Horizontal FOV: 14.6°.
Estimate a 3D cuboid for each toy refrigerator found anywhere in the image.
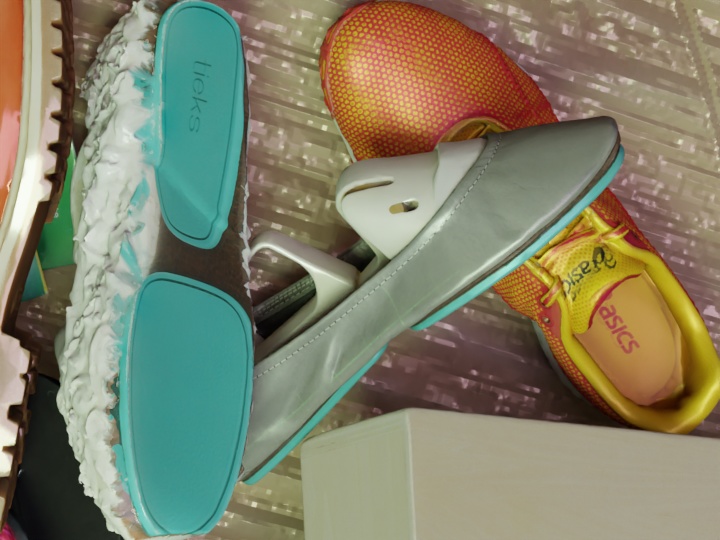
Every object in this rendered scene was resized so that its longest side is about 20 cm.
[{"bbox_3d":[0.076,0.099,0.997,0.199,0.070,0.076,7,73,-36],"label":"toy refrigerator"}]

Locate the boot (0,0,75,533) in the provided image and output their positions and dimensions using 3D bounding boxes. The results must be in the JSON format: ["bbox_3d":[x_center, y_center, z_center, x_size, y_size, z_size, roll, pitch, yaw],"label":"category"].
[{"bbox_3d":[-0.146,-0.025,0.893,0.107,0.075,0.201,11,84,-1],"label":"boot"}]

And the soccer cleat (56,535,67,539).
[{"bbox_3d":[-0.065,0.150,0.960,0.070,0.200,0.086,-56,152,-3],"label":"soccer cleat"}]

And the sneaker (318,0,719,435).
[{"bbox_3d":[0.064,-0.023,1.008,0.200,0.077,0.073,45,83,-17],"label":"sneaker"}]

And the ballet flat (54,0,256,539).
[{"bbox_3d":[-0.072,0.003,0.941,0.071,0.072,0.201,13,65,-20],"label":"ballet flat"}]

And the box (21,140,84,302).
[{"bbox_3d":[-0.190,-0.027,0.937,0.199,0.048,0.118,-18,102,-18],"label":"box"}]

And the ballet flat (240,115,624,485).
[{"bbox_3d":[0.000,0.000,0.958,0.064,0.067,0.200,44,114,-13],"label":"ballet flat"}]

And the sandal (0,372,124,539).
[{"bbox_3d":[-0.128,0.128,0.918,0.045,0.075,0.201,39,63,-60],"label":"sandal"}]
